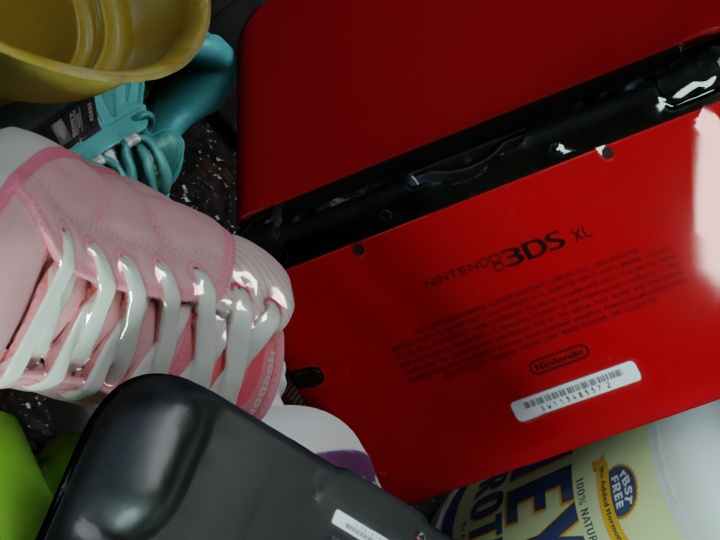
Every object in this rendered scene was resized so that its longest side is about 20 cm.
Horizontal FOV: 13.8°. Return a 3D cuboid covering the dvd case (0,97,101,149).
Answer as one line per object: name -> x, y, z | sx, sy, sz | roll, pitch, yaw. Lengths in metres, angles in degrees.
dvd case -> -0.199, -0.028, 0.970 | 0.200, 0.146, 0.022 | -43, 139, -49

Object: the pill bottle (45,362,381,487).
pill bottle -> -0.034, 0.117, 1.024 | 0.112, 0.112, 0.200 | -8, 68, -47

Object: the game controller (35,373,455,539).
game controller -> -0.013, 0.114, 0.915 | 0.200, 0.042, 0.104 | 34, 58, -29

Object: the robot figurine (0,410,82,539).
robot figurine -> -0.146, 0.101, 0.923 | 0.175, 0.116, 0.200 | -15, 72, -36

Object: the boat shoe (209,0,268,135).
boat shoe -> -0.064, -0.137, 1.227 | 0.200, 0.074, 0.073 | 58, 28, -6

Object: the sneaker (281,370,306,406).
sneaker -> 0.000, 0.000, 1.193 | 0.085, 0.077, 0.200 | 29, 40, 4

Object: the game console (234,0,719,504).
game console -> 0.062, -0.035, 1.073 | 0.173, 0.200, 0.119 | 62, 25, -16

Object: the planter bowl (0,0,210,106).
planter bowl -> -0.153, -0.109, 0.969 | 0.200, 0.083, 0.201 | 33, 29, -21

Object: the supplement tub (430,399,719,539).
supplement tub -> 0.133, 0.103, 1.127 | 0.145, 0.200, 0.145 | 25, 46, -29

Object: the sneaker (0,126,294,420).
sneaker -> -0.075, 0.012, 0.918 | 0.105, 0.075, 0.200 | 30, 8, 7

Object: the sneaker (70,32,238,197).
sneaker -> -0.106, -0.038, 1.074 | 0.200, 0.079, 0.078 | -61, 151, -48
